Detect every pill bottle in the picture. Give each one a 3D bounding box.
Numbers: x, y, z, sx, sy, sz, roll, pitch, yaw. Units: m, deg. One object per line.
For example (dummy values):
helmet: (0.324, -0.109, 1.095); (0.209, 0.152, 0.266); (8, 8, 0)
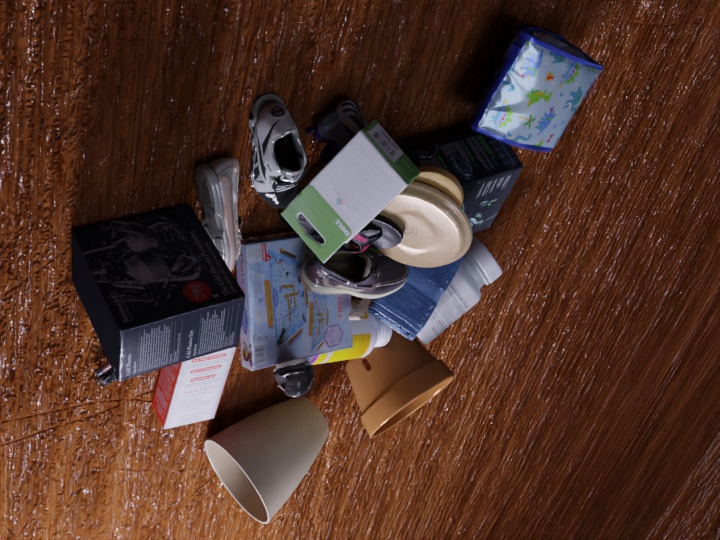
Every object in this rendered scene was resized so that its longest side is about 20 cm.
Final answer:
pill bottle: (0.162, 0.033, 1.820); (0.199, 0.115, 0.115); (-39, 144, 0)
pill bottle: (-0.040, 0.108, 1.733); (0.197, 0.105, 0.105); (-3, 132, -38)

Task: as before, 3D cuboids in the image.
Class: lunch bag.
lunch bag: (0.266, -0.292, 1.550); (0.198, 0.127, 0.172); (-7, 131, -53)

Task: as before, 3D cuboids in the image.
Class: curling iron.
curling iron: (-0.342, 0.107, 1.538); (0.200, 0.026, 0.050); (-44, 166, -1)

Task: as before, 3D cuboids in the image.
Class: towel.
towel: (0.102, 0.012, 1.734); (0.111, 0.048, 0.202); (33, 86, -14)

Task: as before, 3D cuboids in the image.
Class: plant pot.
plant pot: (0.063, 0.203, 1.864); (0.198, 0.141, 0.201); (-33, 166, -9)
plant pot: (-0.159, 0.335, 1.832); (0.199, 0.186, 0.189); (-36, 147, -27)

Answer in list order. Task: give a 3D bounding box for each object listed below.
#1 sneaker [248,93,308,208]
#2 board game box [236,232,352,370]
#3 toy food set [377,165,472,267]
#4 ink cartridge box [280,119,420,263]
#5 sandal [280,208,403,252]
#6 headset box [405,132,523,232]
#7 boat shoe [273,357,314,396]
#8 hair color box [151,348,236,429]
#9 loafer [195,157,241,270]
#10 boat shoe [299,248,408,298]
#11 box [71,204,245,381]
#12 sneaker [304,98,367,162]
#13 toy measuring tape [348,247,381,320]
sneaker: (-0.115, -0.149, 1.409); (0.073, 0.089, 0.202); (-27, 144, -17)
board game box: (-0.104, 0.042, 1.579); (0.196, 0.041, 0.205); (-9, 104, -34)
toy food set: (0.081, -0.080, 1.519); (0.201, 0.194, 0.049); (61, 40, -42)
ink cartridge box: (-0.016, -0.115, 1.434); (0.200, 0.104, 0.059); (-42, -178, 33)
sandal: (-0.031, -0.057, 1.517); (0.195, 0.046, 0.076); (10, 143, 4)
headset box: (0.157, -0.134, 1.626); (0.197, 0.094, 0.175); (-18, 153, -25)
boat shoe: (-0.108, 0.181, 1.585); (0.065, 0.058, 0.200); (-11, 171, -2)
hair color box: (-0.277, 0.167, 1.626); (0.100, 0.062, 0.202); (-7, 135, -36)
loafer: (-0.196, -0.077, 1.432); (0.062, 0.072, 0.203); (-28, 140, -26)
boat shoe: (0.000, 0.000, 1.564); (0.196, 0.073, 0.065); (2, 156, -29)
box: (-0.283, 0.026, 1.348); (0.179, 0.201, 0.105); (-16, 141, -29)
sneaker: (-0.013, -0.179, 1.498); (0.086, 0.075, 0.201); (-23, 139, 11)
toy measuring tape: (0.017, -0.003, 1.644); (0.201, 0.072, 0.075); (-59, 166, -46)
